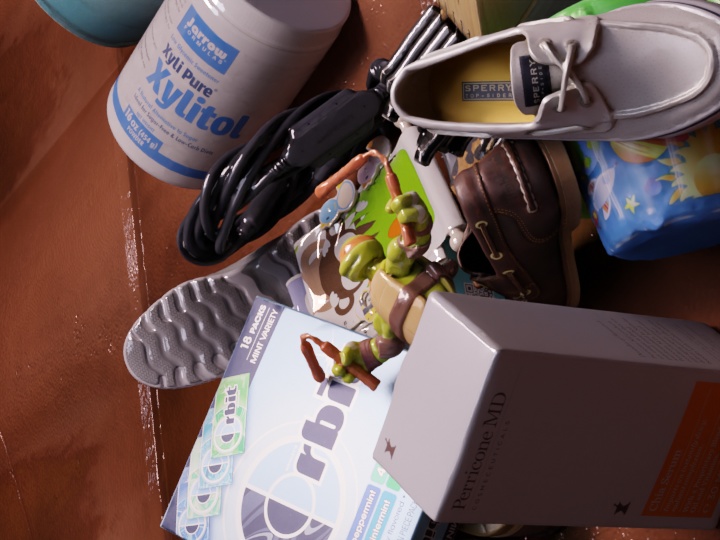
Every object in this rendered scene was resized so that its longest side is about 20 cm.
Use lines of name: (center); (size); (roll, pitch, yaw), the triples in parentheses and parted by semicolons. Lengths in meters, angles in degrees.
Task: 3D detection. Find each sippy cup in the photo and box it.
sippy cup: (0.168, -0.079, 0.976); (0.139, 0.178, 0.131); (-16, 77, 11)

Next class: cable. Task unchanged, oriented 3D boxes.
cable: (-0.052, -0.075, 1.262); (0.051, 0.200, 0.163); (51, 175, 3)

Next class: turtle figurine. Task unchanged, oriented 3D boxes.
turtle figurine: (0.036, 0.032, 1.033); (0.161, 0.064, 0.200); (44, 140, 25)

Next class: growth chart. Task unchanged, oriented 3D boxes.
growth chart: (0.000, 0.000, 1.204); (0.200, 0.018, 0.145); (-53, 46, 23)

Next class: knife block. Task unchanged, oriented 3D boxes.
knife block: (0.105, -0.145, 1.058); (0.064, 0.200, 0.176); (56, 169, 38)

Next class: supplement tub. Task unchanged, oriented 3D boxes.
supplement tub: (-0.109, -0.172, 1.418); (0.200, 0.132, 0.132); (-51, 43, 40)

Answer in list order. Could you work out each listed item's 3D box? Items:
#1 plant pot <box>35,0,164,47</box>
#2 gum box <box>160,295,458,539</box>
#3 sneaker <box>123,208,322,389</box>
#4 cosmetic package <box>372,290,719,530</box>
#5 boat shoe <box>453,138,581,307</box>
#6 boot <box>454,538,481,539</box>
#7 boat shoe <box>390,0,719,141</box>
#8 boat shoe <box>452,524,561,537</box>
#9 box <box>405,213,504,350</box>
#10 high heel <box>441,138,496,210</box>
plant pot: (-0.174, -0.319, 1.514); (0.188, 0.200, 0.200); (-21, 65, 37)
gum box: (-0.020, 0.123, 1.128); (0.200, 0.045, 0.170); (19, 84, 42)
sneaker: (-0.084, 0.029, 1.313); (0.075, 0.200, 0.082); (59, 168, 4)
cosmetic package: (0.117, 0.078, 0.943); (0.071, 0.200, 0.102); (42, 119, 51)
boat shoe: (0.089, -0.020, 1.037); (0.200, 0.070, 0.070); (71, 175, -64)
boot: (0.043, 0.273, 1.142); (0.200, 0.074, 0.155); (120, 145, -50)
boat shoe: (0.104, -0.099, 0.901); (0.200, 0.070, 0.071); (1, 100, 36)
boat shoe: (0.055, 0.130, 1.154); (0.201, 0.066, 0.072); (23, 84, 53)
box: (0.022, 0.041, 1.240); (0.200, 0.049, 0.082); (-37, 53, 48)
high heel: (0.121, -0.118, 1.124); (0.200, 0.071, 0.143); (-40, 65, 40)
